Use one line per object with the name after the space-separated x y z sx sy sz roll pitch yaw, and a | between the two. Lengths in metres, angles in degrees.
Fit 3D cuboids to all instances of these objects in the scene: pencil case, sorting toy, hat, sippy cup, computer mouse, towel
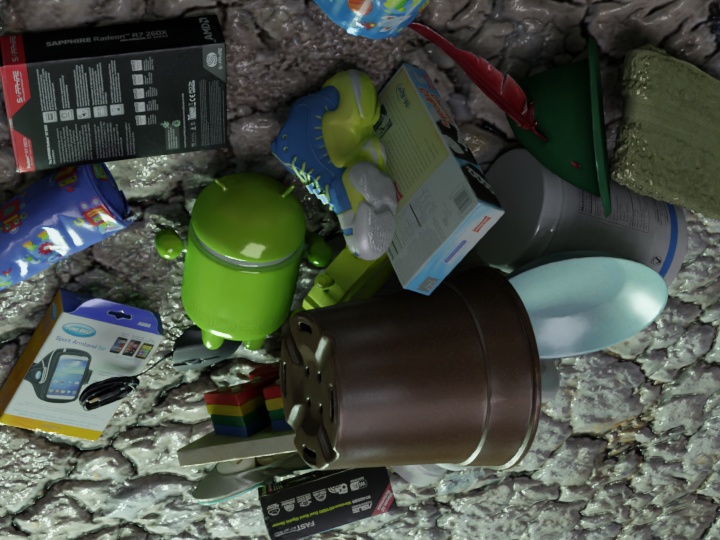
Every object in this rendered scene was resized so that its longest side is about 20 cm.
-0.312 -0.035 1.415 0.200 0.078 0.087 -30 144 11 | pencil case
-0.071 0.138 1.585 0.198 0.070 0.200 -12 -174 30 | sorting toy
0.151 -0.144 1.452 0.175 0.201 0.166 -5 -179 11 | hat
0.023 -0.274 1.267 0.177 0.140 0.130 27 135 -9 | sippy cup
-0.206 0.104 1.576 0.200 0.034 0.059 -28 153 -18 | computer mouse
0.322 -0.136 1.492 0.200 0.036 0.149 12 85 -44 | towel

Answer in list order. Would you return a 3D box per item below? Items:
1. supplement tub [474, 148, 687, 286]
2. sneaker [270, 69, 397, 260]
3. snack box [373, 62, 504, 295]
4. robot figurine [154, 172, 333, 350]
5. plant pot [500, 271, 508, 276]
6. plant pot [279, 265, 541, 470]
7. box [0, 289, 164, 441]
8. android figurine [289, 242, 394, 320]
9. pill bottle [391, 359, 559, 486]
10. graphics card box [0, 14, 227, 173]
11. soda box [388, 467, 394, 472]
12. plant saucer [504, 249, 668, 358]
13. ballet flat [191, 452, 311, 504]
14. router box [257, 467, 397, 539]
0.232 -0.044 1.556 0.200 0.132 0.132 13 128 -29 | supplement tub
-0.027 -0.090 1.385 0.105 0.201 0.076 -16 147 21 | sneaker
0.052 -0.089 1.398 0.037 0.200 0.116 16 127 -39 | snack box
-0.118 -0.012 1.477 0.175 0.116 0.200 3 132 -11 | robot figurine
0.090 0.048 1.604 0.199 0.028 0.200 -14 165 -4 | plant pot
0.039 0.102 1.409 0.198 0.201 0.201 -4 135 -24 | plant pot
-0.297 0.097 1.579 0.119 0.042 0.200 16 124 -31 | box
0.000 0.000 1.499 0.182 0.041 0.200 -48 169 8 | android figurine
0.117 0.151 1.643 0.111 0.111 0.200 24 124 -36 | pill bottle
-0.221 -0.161 1.342 0.199 0.051 0.126 -8 135 -10 | graphics card box
0.106 0.161 1.759 0.200 0.068 0.064 -27 135 8 | soda box
0.210 0.026 1.504 0.200 0.039 0.201 -5 149 -3 | plant saucer
-0.111 0.219 1.758 0.199 0.067 0.064 -17 109 -4 | ballet flat
-0.043 0.268 1.738 0.149 0.062 0.200 -16 176 -5 | router box
